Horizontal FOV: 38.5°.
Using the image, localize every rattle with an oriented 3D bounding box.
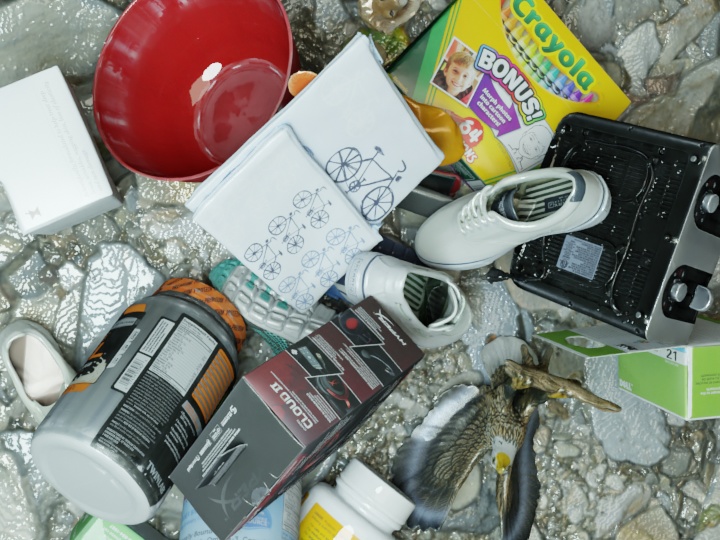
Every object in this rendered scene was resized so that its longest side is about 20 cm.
[{"bbox_3d":[0.012,-0.121,0.902,0.130,0.200,0.143,-42,93,5],"label":"rattle"}]

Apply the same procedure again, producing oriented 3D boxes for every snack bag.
[{"bbox_3d":[-0.025,-0.073,0.864,0.200,0.021,0.189,-44,141,-1],"label":"snack bag"}]

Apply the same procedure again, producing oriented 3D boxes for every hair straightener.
[{"bbox_3d":[0.004,-0.084,1.002,0.198,0.041,0.078,17,47,-13],"label":"hair straightener"}]

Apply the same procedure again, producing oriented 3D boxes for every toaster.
[{"bbox_3d":[0.245,-0.040,0.972,0.118,0.199,0.183,14,97,-44],"label":"toaster"}]

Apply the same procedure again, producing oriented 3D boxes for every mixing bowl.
[{"bbox_3d":[-0.128,-0.161,0.932,0.198,0.108,0.203,-6,75,22],"label":"mixing bowl"}]

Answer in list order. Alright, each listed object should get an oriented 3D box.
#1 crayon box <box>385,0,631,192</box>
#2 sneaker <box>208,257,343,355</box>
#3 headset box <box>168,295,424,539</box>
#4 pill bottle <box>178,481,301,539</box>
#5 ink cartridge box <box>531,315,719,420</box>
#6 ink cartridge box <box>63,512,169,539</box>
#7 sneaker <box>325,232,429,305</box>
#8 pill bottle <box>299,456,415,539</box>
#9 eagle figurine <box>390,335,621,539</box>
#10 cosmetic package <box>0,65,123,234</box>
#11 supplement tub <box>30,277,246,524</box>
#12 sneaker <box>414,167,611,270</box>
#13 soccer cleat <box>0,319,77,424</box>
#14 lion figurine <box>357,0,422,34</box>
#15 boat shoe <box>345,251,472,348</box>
[{"bbox_3d":[0.144,-0.179,1.038,0.200,0.058,0.173,45,83,-11],"label":"crayon box"},{"bbox_3d":[-0.065,0.065,0.993,0.199,0.092,0.078,32,43,8],"label":"sneaker"},{"bbox_3d":[-0.056,0.123,0.849,0.075,0.149,0.200,46,39,11],"label":"headset box"},{"bbox_3d":[-0.107,0.217,0.932,0.108,0.109,0.202,10,53,-13],"label":"pill bottle"},{"bbox_3d":[0.291,0.099,1.037,0.198,0.148,0.077,-5,97,-12],"label":"ink cartridge box"},{"bbox_3d":[-0.247,0.332,0.954,0.145,0.087,0.201,40,82,-11],"label":"ink cartridge box"},{"bbox_3d":[0.000,0.000,1.011,0.200,0.082,0.074,40,65,-30],"label":"sneaker"},{"bbox_3d":[-0.036,0.283,0.989,0.109,0.109,0.201,38,84,-11],"label":"pill bottle"},{"bbox_3d":[0.135,0.176,1.032,0.152,0.150,0.201,41,119,27],"label":"eagle figurine"},{"bbox_3d":[-0.261,-0.095,0.876,0.080,0.200,0.114,-24,98,-11],"label":"cosmetic package"},{"bbox_3d":[-0.186,0.108,0.906,0.122,0.122,0.201,40,48,-11],"label":"supplement tub"},{"bbox_3d":[0.125,-0.054,0.943,0.071,0.199,0.074,21,56,-50],"label":"sneaker"},{"bbox_3d":[-0.265,0.134,0.947,0.069,0.078,0.201,-37,100,-9],"label":"soccer cleat"},{"bbox_3d":[0.004,-0.337,1.003,0.122,0.072,0.201,-40,86,5],"label":"lion figurine"},{"bbox_3d":[0.063,0.036,0.962,0.199,0.066,0.074,19,85,-54],"label":"boat shoe"}]
